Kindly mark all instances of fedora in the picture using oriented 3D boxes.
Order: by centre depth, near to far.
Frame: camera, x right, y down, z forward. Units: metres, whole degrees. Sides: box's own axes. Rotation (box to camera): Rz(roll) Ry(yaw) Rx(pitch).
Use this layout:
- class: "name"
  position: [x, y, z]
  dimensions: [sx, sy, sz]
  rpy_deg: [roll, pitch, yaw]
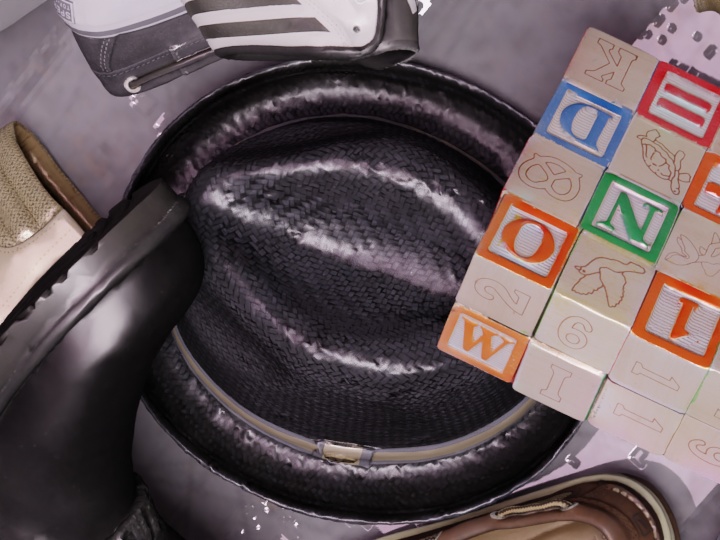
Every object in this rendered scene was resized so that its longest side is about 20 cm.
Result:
- class: "fedora"
  position: [0.000, 0.000, 0.953]
  dimensions: [0.199, 0.092, 0.202]
  rpy_deg: [0, 80, 1]

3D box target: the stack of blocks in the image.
- class: "stack of blocks"
  position: [0.141, 0.013, 0.879]
  dimensions: [0.199, 0.059, 0.115]
  rpy_deg: [25, 54, 4]

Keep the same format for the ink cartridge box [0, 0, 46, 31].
- class: "ink cartridge box"
  position: [-0.136, -0.199, 0.981]
  dimensions: [0.199, 0.146, 0.147]
  rpy_deg: [-31, 84, 14]

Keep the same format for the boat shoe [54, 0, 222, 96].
- class: "boat shoe"
  position: [-0.018, -0.116, 0.992]
  dimensions: [0.199, 0.070, 0.066]
  rpy_deg: [-20, 125, -3]

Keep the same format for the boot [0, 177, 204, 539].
- class: "boot"
  position: [-0.081, 0.086, 0.926]
  dimensions: [0.158, 0.079, 0.211]
  rpy_deg: [36, 107, -8]

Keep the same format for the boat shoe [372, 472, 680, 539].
- class: "boat shoe"
  position: [0.022, 0.133, 0.977]
  dimensions: [0.202, 0.075, 0.075]
  rpy_deg: [-32, 82, 18]

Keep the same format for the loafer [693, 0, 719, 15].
- class: "loafer"
  position: [0.125, -0.185, 0.950]
  dimensions: [0.067, 0.076, 0.201]
  rpy_deg: [-5, 80, 16]

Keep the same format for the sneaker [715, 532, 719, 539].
- class: "sneaker"
  position: [0.143, 0.132, 0.942]
  dimensions: [0.075, 0.088, 0.201]
  rpy_deg: [24, 99, 12]

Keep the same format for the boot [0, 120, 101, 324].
- class: "boot"
  position: [-0.144, 0.054, 1.013]
  dimensions: [0.155, 0.073, 0.200]
  rpy_deg: [-36, 65, 5]

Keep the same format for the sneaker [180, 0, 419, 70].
- class: "sneaker"
  position: [0.019, -0.141, 0.911]
  dimensions: [0.200, 0.076, 0.116]
  rpy_deg: [-30, 82, 18]
